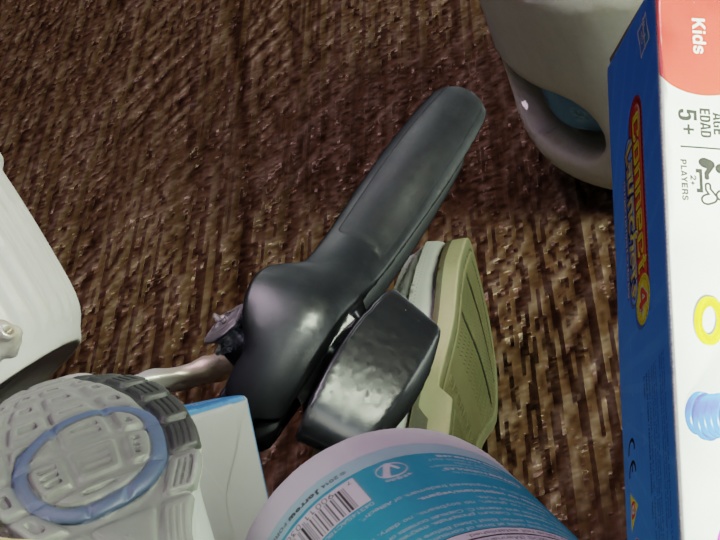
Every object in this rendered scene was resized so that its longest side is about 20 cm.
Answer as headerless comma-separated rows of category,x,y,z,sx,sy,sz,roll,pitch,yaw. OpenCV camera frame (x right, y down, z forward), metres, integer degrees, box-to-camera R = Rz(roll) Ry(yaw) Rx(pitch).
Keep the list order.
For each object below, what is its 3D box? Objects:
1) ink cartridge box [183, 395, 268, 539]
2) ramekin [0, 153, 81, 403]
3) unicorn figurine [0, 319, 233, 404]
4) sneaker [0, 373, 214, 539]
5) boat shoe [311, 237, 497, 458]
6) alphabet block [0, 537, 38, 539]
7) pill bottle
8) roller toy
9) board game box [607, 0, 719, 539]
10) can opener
ink cartridge box,-0.129,0.120,0.934,0.199,0.117,0.067,-11,2,23
ramekin,-0.214,0.037,1.129,0.200,0.105,0.200,-39,-3,-2
unicorn figurine,-0.111,0.059,1.031,0.136,0.200,0.074,-11,63,-9
sneaker,-0.068,0.109,0.806,0.074,0.087,0.200,-15,43,-17
boat shoe,0.013,0.051,1.018,0.068,0.075,0.200,-10,28,14
alphabet block,-0.058,0.197,0.624,0.199,0.196,0.197,0,40,39
pill bottle,0.038,0.131,0.789,0.110,0.111,0.200,-27,25,-10
roller toy,0.149,-0.130,1.190,0.181,0.140,0.201,-4,39,24
board game box,0.172,0.025,0.726,0.194,0.056,0.201,3,68,-8
can opener,0.000,0.000,1.000,0.063,0.078,0.200,-52,6,43
